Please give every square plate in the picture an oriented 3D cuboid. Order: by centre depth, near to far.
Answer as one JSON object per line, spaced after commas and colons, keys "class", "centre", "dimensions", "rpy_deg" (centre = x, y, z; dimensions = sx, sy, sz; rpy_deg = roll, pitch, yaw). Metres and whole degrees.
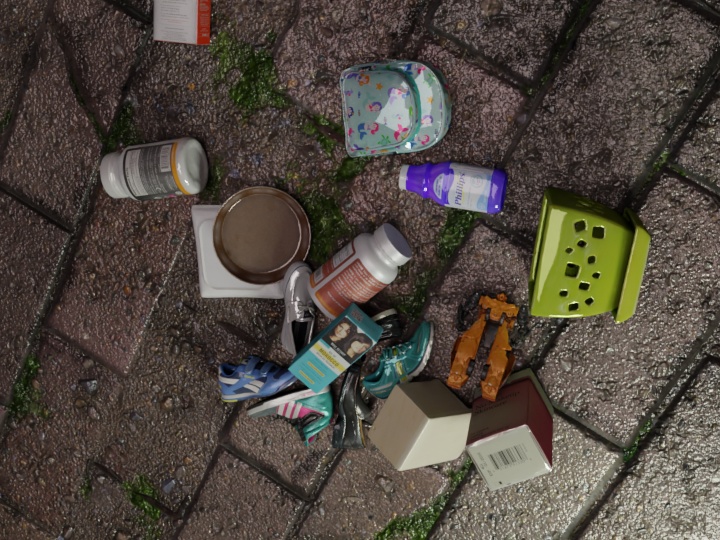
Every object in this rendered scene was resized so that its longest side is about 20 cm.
{"class": "square plate", "centre": [-0.261, -0.037, 1.792], "dimensions": [0.196, 0.028, 0.202], "rpy_deg": [1, 104, 18]}

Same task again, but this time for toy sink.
{"class": "toy sink", "centre": [0.131, 0.299, 1.698], "dimensions": [0.112, 0.199, 0.131], "rpy_deg": [43, 116, 34]}

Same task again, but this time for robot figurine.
{"class": "robot figurine", "centre": [0.240, 0.137, 1.626], "dimensions": [0.144, 0.058, 0.202], "rpy_deg": [18, 75, 13]}

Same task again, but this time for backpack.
{"class": "backpack", "centre": [0.064, -0.298, 1.565], "dimensions": [0.198, 0.151, 0.179], "rpy_deg": [-2, 102, 13]}

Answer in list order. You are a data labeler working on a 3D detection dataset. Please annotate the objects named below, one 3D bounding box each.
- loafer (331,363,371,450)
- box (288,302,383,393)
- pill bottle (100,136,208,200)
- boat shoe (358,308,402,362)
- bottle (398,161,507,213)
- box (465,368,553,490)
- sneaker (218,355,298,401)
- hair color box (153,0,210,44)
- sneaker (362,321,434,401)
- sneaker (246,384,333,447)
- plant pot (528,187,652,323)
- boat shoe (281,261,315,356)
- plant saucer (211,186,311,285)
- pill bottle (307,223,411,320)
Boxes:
{"class": "loafer", "centre": [-0.011, 0.283, 1.779], "dimensions": [0.072, 0.073, 0.202], "rpy_deg": [11, 116, 5]}
{"class": "box", "centre": [-0.050, 0.155, 1.682], "dimensions": [0.082, 0.049, 0.200], "rpy_deg": [41, 124, -7]}
{"class": "pill bottle", "centre": [-0.422, -0.205, 1.753], "dimensions": [0.198, 0.116, 0.118], "rpy_deg": [-5, 102, 19]}
{"class": "boat shoe", "centre": [-0.001, 0.150, 1.732], "dimensions": [0.198, 0.074, 0.067], "rpy_deg": [-30, 76, 13]}
{"class": "bottle", "centre": [0.172, -0.162, 1.603], "dimensions": [0.198, 0.065, 0.084], "rpy_deg": [11, 108, 14]}
{"class": "box", "centre": [0.283, 0.294, 1.606], "dimensions": [0.127, 0.200, 0.109], "rpy_deg": [-25, 106, 22]}
{"class": "sneaker", "centre": [-0.219, 0.223, 1.823], "dimensions": [0.198, 0.074, 0.083], "rpy_deg": [-13, 98, 19]}
{"class": "hair color box", "centre": [-0.347, -0.548, 1.670], "dimensions": [0.101, 0.061, 0.202], "rpy_deg": [10, 108, 15]}
{"class": "sneaker", "centre": [0.079, 0.179, 1.704], "dimensions": [0.079, 0.078, 0.201], "rpy_deg": [31, 112, -15]}
{"class": "sneaker", "centre": [-0.140, 0.317, 1.820], "dimensions": [0.198, 0.084, 0.122], "rpy_deg": [-17, 89, 19]}
{"class": "plant pot", "centre": [0.399, -0.025, 1.503], "dimensions": [0.180, 0.200, 0.201], "rpy_deg": [10, 106, 9]}
{"class": "boat shoe", "centre": [-0.118, 0.083, 1.746], "dimensions": [0.065, 0.073, 0.202], "rpy_deg": [37, 131, 53]}
{"class": "plant saucer", "centre": [-0.200, -0.072, 1.730], "dimensions": [0.198, 0.035, 0.202], "rpy_deg": [-2, 103, -7]}
{"class": "pill bottle", "centre": [0.000, 0.000, 1.674], "dimensions": [0.200, 0.112, 0.112], "rpy_deg": [-38, 91, 22]}
